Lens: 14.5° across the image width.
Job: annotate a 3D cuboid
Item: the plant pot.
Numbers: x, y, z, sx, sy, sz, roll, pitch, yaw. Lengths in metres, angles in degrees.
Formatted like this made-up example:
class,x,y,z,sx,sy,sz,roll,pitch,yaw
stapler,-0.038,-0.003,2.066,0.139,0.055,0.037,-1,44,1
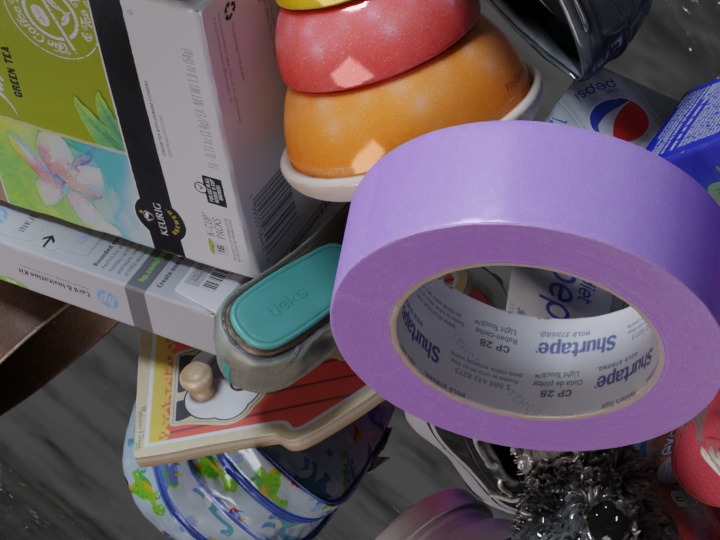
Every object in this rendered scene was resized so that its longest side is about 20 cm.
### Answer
class,x,y,z,sx,sy,sz,roll,pitch,yaw
plant pot,-0.248,-0.031,1.771,0.200,0.187,0.187,50,146,7

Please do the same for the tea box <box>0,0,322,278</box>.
class,x,y,z,sx,sy,sz,roll,pitch,yaw
tea box,-0.120,-0.129,1.560,0.196,0.134,0.200,17,141,26

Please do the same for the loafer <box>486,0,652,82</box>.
class,x,y,z,sx,sy,sz,roll,pitch,yaw
loafer,0.060,-0.177,1.405,0.201,0.070,0.068,43,146,-9

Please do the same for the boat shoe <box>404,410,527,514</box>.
class,x,y,z,sx,sy,sz,roll,pitch,yaw
boat shoe,0.099,0.101,1.646,0.068,0.074,0.199,24,166,35

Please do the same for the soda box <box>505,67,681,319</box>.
class,x,y,z,sx,sy,sz,roll,pitch,yaw
soda box,0.125,-0.016,1.538,0.063,0.068,0.200,26,143,17

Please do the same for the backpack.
class,x,y,z,sx,sy,sz,roll,pitch,yaw
backpack,-0.061,0.088,1.700,0.163,0.200,0.154,50,144,-18

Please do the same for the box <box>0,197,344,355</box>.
class,x,y,z,sx,sy,sz,roll,pitch,yaw
box,-0.125,-0.041,1.648,0.200,0.156,0.041,18,140,23

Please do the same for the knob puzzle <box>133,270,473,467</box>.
class,x,y,z,sx,sy,sz,roll,pitch,yaw
knob puzzle,-0.035,0.021,1.622,0.219,0.220,0.031,10,141,32

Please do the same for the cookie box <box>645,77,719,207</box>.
class,x,y,z,sx,sy,sz,roll,pitch,yaw
cookie box,0.263,-0.034,1.393,0.171,0.075,0.200,48,145,-17

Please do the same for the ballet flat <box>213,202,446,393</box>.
class,x,y,z,sx,sy,sz,roll,pitch,yaw
ballet flat,0.000,0.000,1.566,0.067,0.200,0.064,49,157,19

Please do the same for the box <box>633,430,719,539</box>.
class,x,y,z,sx,sy,sz,roll,pitch,yaw
box,0.216,0.164,1.644,0.100,0.096,0.200,-6,127,43

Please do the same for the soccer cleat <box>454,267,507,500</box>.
class,x,y,z,sx,sy,sz,roll,pitch,yaw
soccer cleat,0.060,0.082,1.701,0.068,0.073,0.200,16,141,25

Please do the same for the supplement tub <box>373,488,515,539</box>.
class,x,y,z,sx,sy,sz,roll,pitch,yaw
supplement tub,0.093,0.243,1.739,0.200,0.140,0.141,41,150,28

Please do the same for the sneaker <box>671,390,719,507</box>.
class,x,y,z,sx,sy,sz,roll,pitch,yaw
sneaker,0.207,0.087,1.444,0.074,0.087,0.200,39,147,-5

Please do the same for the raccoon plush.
class,x,y,z,sx,sy,sz,roll,pitch,yaw
raccoon plush,0.142,0.132,1.554,0.097,0.134,0.200,-14,139,30

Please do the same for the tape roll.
class,x,y,z,sx,sy,sz,roll,pitch,yaw
tape roll,0.087,0.011,1.420,0.199,0.066,0.200,8,145,5

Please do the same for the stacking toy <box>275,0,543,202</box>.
class,x,y,z,sx,sy,sz,roll,pitch,yaw
stacking toy,0.001,-0.149,1.457,0.146,0.146,0.200,-1,118,41
